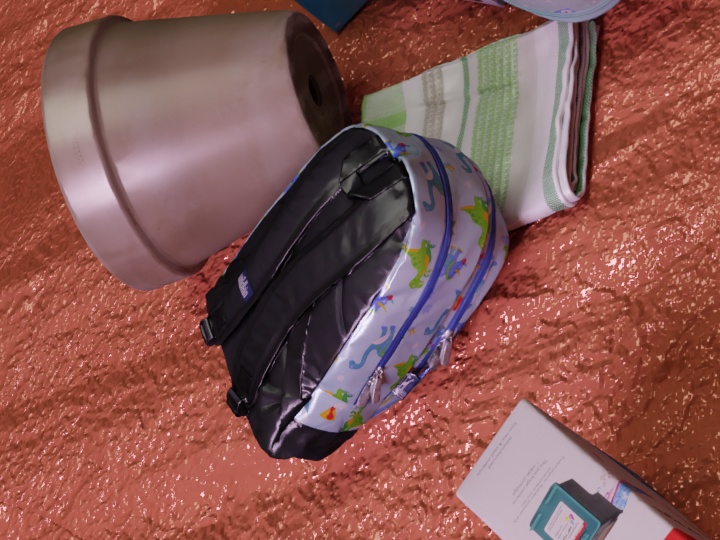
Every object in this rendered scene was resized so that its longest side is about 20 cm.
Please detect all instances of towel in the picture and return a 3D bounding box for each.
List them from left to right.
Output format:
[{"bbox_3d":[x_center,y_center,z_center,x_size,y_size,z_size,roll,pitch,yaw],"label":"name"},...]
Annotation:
[{"bbox_3d":[0.069,-0.086,1.381,0.199,0.031,0.151,-17,53,39],"label":"towel"}]

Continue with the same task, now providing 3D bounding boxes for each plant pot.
[{"bbox_3d":[-0.106,-0.105,1.471,0.172,0.200,0.202,-17,52,19],"label":"plant pot"}]

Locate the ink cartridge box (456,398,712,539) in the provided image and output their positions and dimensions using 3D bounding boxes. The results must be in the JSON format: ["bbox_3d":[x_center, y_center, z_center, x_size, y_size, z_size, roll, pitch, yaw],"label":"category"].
[{"bbox_3d":[0.151,0.159,1.061,0.067,0.116,0.200,-53,40,3],"label":"ink cartridge box"}]

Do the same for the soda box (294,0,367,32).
[{"bbox_3d":[0.018,-0.279,1.533,0.200,0.068,0.064,-46,40,14],"label":"soda box"}]

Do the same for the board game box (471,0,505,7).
[{"bbox_3d":[0.031,-0.304,1.459,0.198,0.041,0.202,15,92,25],"label":"board game box"}]

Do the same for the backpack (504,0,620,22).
[{"bbox_3d":[0.133,-0.263,1.315,0.175,0.153,0.201,37,86,25],"label":"backpack"}]

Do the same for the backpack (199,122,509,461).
[{"bbox_3d":[0.000,0.000,1.314,0.164,0.152,0.201,63,140,44],"label":"backpack"}]
